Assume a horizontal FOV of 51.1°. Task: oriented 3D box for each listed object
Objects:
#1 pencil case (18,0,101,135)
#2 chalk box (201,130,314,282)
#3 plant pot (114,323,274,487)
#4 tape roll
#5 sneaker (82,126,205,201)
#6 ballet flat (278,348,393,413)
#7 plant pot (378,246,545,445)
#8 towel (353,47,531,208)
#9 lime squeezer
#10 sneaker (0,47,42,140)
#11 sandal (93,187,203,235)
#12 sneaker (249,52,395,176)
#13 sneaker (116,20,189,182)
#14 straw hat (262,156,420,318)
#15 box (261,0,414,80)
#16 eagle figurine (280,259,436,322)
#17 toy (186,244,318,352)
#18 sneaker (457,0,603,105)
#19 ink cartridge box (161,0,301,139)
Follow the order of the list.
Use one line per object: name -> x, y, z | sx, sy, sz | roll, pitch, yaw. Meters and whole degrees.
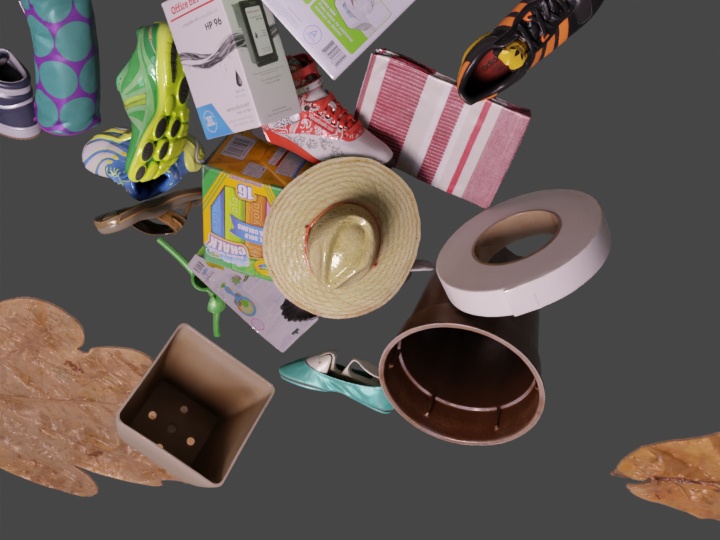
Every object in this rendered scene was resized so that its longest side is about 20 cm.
pencil case -> -0.384, -0.275, 0.964 | 0.091, 0.086, 0.201 | 7, 131, -5
chalk box -> -0.129, -0.071, 1.001 | 0.123, 0.125, 0.201 | 16, 132, 9
plant pot -> -0.300, 0.248, 1.291 | 0.199, 0.201, 0.177 | 37, 143, -10
tape roll -> 0.183, -0.024, 0.861 | 0.201, 0.203, 0.037 | -13, 120, 29
sneaker -> -0.316, -0.144, 1.027 | 0.198, 0.105, 0.076 | -3, 126, 23
ballet flat -> -0.030, 0.163, 1.198 | 0.198, 0.067, 0.071 | 17, 107, 8
plant pot -> 0.146, 0.079, 0.962 | 0.198, 0.199, 0.202 | 11, 131, 13
towel -> 0.089, -0.168, 0.906 | 0.199, 0.023, 0.145 | 24, 134, 4
lime squeezer -> -0.249, 0.028, 1.194 | 0.070, 0.038, 0.201 | 19, 141, 50
sneaker -> -0.543, -0.260, 1.047 | 0.198, 0.070, 0.109 | 16, 136, 0
sandal -> -0.271, -0.070, 1.010 | 0.080, 0.200, 0.054 | -11, 101, 28
sneaker -> -0.048, -0.190, 0.898 | 0.200, 0.067, 0.109 | 23, 133, 19
sneaker -> -0.262, -0.211, 0.949 | 0.083, 0.074, 0.202 | 16, 97, 29
straw hat -> -0.020, -0.027, 0.861 | 0.199, 0.085, 0.203 | -1, 105, -4
box -> -0.032, -0.324, 0.734 | 0.176, 0.097, 0.200 | -43, 106, 11
eagle figurine -> -0.002, -0.005, 1.006 | 0.151, 0.151, 0.201 | 20, 123, -14
toy -> -0.158, 0.023, 1.138 | 0.200, 0.047, 0.115 | 40, 134, -7
sneaker -> 0.175, -0.240, 0.766 | 0.070, 0.090, 0.200 | 40, 131, -13
ink cartridge box -> -0.151, -0.259, 0.842 | 0.115, 0.068, 0.202 | -1, 111, 47
